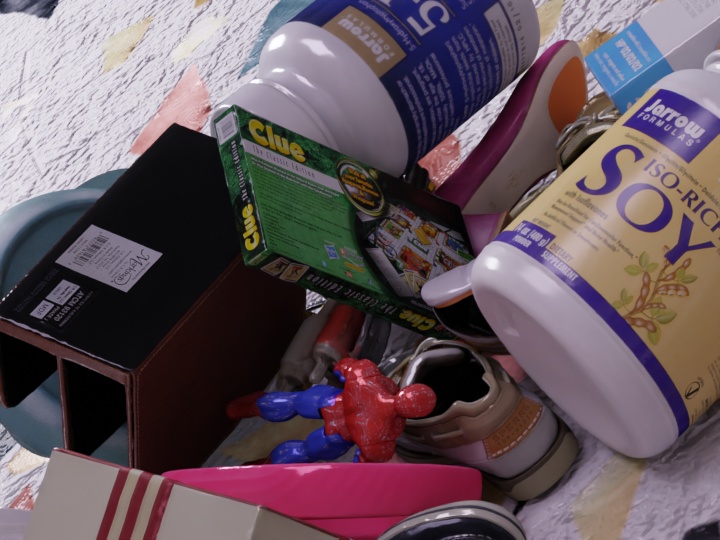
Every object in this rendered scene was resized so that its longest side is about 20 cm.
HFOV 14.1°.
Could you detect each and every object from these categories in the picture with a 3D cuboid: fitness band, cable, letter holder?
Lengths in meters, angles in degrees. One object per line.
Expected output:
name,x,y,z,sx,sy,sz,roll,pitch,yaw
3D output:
fitness band,-0.023,0.126,1.597,0.199,0.143,0.038,-9,76,47
cable,0.000,0.000,1.785,0.097,0.050,0.201,-39,28,57
letter holder,-0.120,0.035,1.730,0.100,0.143,0.200,21,46,21

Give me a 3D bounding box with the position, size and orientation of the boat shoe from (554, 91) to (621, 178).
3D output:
boat shoe,0.149,-0.061,1.765,0.073,0.063,0.201,-26,27,24

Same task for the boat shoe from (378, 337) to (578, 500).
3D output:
boat shoe,0.052,0.072,1.664,0.075,0.068,0.200,-48,25,-14

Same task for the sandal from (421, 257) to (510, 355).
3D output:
sandal,0.094,0.015,1.686,0.079,0.060,0.207,-24,-3,14

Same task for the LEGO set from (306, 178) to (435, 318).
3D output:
LEGO set,-0.041,-0.037,1.917,0.153,0.116,0.200,-15,33,41

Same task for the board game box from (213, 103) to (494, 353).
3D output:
board game box,-0.001,-0.022,1.713,0.023,0.199,0.105,-34,52,31

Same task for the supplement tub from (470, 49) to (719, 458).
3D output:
supplement tub,0.173,-0.015,1.555,0.200,0.146,0.145,-44,25,-10

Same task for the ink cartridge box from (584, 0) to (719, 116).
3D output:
ink cartridge box,0.246,-0.128,1.683,0.199,0.115,0.068,-36,25,6

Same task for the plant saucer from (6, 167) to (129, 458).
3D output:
plant saucer,-0.159,0.034,1.896,0.036,0.201,0.200,20,59,34

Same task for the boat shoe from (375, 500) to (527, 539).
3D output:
boat shoe,0.007,0.192,1.523,0.200,0.075,0.062,-35,29,19

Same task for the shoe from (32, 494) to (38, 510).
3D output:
shoe,-0.140,0.095,1.858,0.201,0.070,0.053,-62,34,5

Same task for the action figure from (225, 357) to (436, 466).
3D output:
action figure,-0.012,0.084,1.650,0.051,0.066,0.200,-7,-5,-27

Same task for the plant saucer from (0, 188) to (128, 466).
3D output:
plant saucer,-0.153,0.031,1.792,0.201,0.200,0.027,-57,3,-36

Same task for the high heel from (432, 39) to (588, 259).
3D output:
high heel,0.081,-0.068,1.868,0.095,0.067,0.201,-3,54,36

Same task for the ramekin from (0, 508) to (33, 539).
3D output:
ramekin,-0.205,0.236,1.597,0.202,0.203,0.094,-34,36,9

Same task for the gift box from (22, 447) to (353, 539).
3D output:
gift box,-0.073,0.207,1.405,0.199,0.184,0.188,11,79,50

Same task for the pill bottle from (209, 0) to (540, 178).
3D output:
pill bottle,0.006,-0.121,1.815,0.200,0.120,0.119,-41,23,-27
